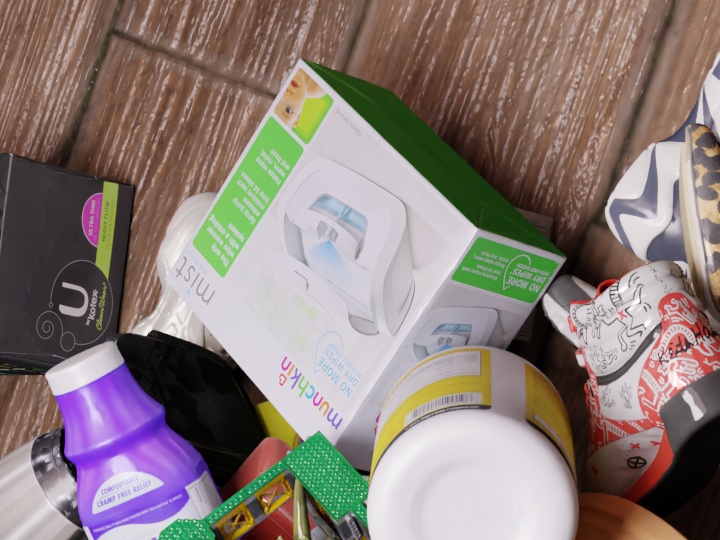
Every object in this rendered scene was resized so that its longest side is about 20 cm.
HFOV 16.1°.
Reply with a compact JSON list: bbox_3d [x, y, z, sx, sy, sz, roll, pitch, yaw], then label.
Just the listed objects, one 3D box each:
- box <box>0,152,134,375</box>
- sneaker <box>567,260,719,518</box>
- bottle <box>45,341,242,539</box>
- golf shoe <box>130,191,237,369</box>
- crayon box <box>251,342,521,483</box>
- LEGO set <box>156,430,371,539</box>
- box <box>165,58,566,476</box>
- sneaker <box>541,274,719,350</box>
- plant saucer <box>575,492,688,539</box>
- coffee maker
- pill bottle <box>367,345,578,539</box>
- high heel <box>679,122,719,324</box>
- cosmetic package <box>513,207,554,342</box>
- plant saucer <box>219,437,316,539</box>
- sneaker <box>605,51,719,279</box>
[{"bbox_3d":[-0.284,-0.001,1.883,0.200,0.124,0.149,-2,79,43],"label":"box"},{"bbox_3d":[0.152,0.071,1.417,0.108,0.067,0.201,63,157,20],"label":"sneaker"},{"bbox_3d":[-0.128,0.142,1.543,0.083,0.065,0.200,-22,98,12],"label":"bottle"},{"bbox_3d":[-0.108,0.048,1.751,0.091,0.075,0.201,17,93,39],"label":"golf shoe"},{"bbox_3d":[0.018,0.126,1.633,0.200,0.051,0.127,-18,68,37],"label":"crayon box"},{"bbox_3d":[-0.015,0.201,1.470,0.154,0.116,0.200,-44,54,-15],"label":"LEGO set"},{"bbox_3d":[0.000,0.000,1.580,0.177,0.097,0.200,-56,49,16],"label":"box"},{"bbox_3d":[0.192,0.049,1.494,0.200,0.074,0.080,34,90,36],"label":"sneaker"},{"bbox_3d":[0.155,0.221,1.422,0.200,0.037,0.201,38,142,36],"label":"plant saucer"},{"bbox_3d":[-0.159,0.141,1.687,0.200,0.192,0.135,-40,75,23],"label":"coffee maker"},{"bbox_3d":[0.063,0.106,1.407,0.112,0.200,0.112,1,103,3],"label":"pill bottle"},{"bbox_3d":[0.256,0.004,1.396,0.142,0.071,0.201,-14,92,4],"label":"high heel"},{"bbox_3d":[0.028,-0.010,1.656,0.200,0.051,0.083,9,85,42],"label":"cosmetic package"},{"bbox_3d":[-0.044,0.240,1.600,0.200,0.037,0.200,41,112,2],"label":"plant saucer"},{"bbox_3d":[0.248,-0.066,1.462,0.130,0.079,0.199,39,86,20],"label":"sneaker"}]
